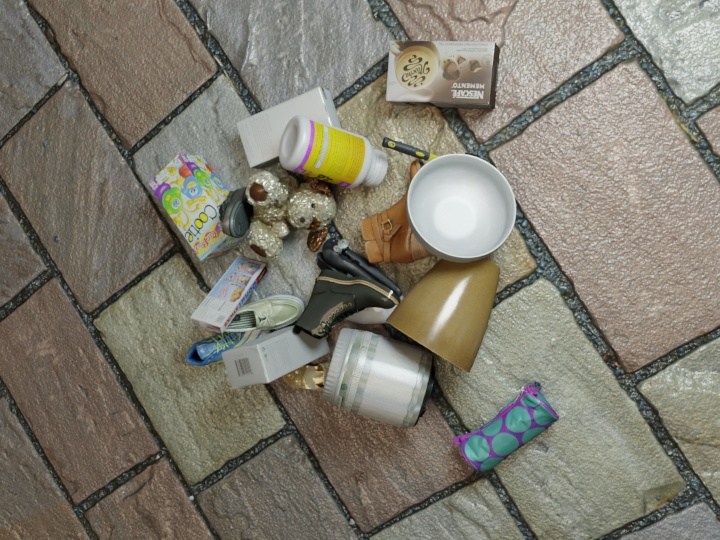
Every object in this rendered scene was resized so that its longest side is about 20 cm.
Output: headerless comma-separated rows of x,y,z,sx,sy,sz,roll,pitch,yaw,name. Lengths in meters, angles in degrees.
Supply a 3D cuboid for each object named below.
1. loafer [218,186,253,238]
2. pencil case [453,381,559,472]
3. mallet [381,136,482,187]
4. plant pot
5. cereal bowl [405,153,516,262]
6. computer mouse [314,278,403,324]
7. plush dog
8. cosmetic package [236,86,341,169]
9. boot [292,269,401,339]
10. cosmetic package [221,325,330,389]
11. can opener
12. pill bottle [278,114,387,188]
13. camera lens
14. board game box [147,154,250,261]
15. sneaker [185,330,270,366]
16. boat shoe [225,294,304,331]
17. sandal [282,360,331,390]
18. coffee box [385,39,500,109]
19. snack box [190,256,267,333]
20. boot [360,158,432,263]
-0.257,-0.118,1.388,0.062,0.200,0.073,-2,115,6,loafer
0.284,0.307,1.332,0.092,0.085,0.200,44,108,-9,pencil case
0.133,-0.203,1.296,0.198,0.041,0.067,9,104,-12,mallet
0.177,0.060,1.297,0.185,0.186,0.201,32,89,11,plant pot
0.178,-0.106,1.250,0.198,0.083,0.202,1,74,-3,cereal bowl
-0.003,0.072,1.413,0.198,0.044,0.111,1,97,18,computer mouse
-0.134,-0.131,1.397,0.170,0.161,0.201,8,128,2,plush dog
-0.144,-0.287,1.396,0.198,0.074,0.103,-17,92,17,cosmetic package
-0.028,0.084,1.322,0.199,0.077,0.139,9,62,43,boot
-0.167,0.167,1.386,0.112,0.199,0.082,-16,90,38,cosmetic package
0.000,0.000,1.395,0.199,0.063,0.079,30,141,16,can opener
-0.048,-0.220,1.310,0.198,0.104,0.105,13,105,-30,pill bottle
0.039,0.211,1.342,0.198,0.160,0.162,16,102,2,camera lens
-0.338,-0.136,1.460,0.103,0.105,0.201,-37,86,18,board game box
-0.293,0.166,1.485,0.199,0.105,0.076,-25,90,19,sneaker
-0.213,0.100,1.435,0.198,0.062,0.073,-11,105,-11,boat shoe
-0.076,0.229,1.443,0.209,0.070,0.079,-2,97,18,sandal
0.155,-0.366,1.285,0.198,0.080,0.114,7,98,17,coffee box
-0.270,0.047,1.422,0.071,0.201,0.024,14,134,16,snack box
0.072,-0.113,1.347,0.153,0.074,0.202,-8,83,26,boot
